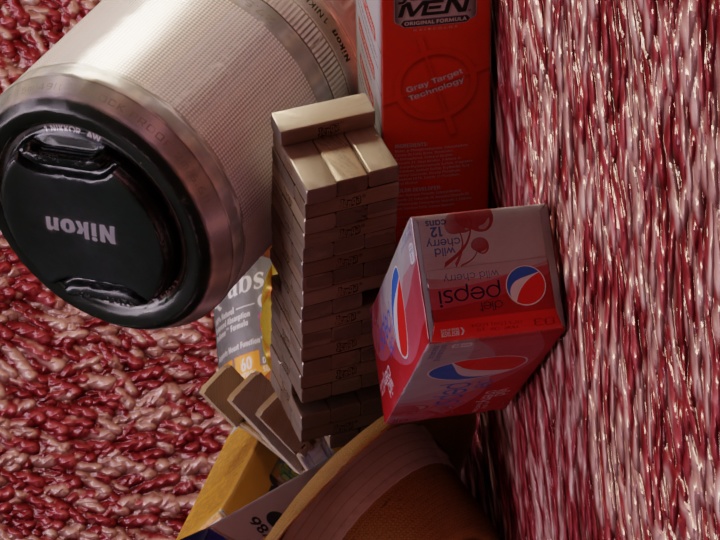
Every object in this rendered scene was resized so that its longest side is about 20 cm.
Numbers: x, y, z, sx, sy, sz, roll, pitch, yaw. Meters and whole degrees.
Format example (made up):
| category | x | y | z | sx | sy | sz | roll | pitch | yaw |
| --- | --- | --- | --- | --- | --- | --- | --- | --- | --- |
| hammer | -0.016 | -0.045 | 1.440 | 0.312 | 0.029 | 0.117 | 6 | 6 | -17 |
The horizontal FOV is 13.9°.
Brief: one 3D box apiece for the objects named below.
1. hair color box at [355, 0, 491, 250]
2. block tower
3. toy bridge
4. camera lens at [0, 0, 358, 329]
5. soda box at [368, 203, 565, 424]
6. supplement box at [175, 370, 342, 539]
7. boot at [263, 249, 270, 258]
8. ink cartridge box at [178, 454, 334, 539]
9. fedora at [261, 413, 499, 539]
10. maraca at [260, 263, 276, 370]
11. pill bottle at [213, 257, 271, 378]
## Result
| category | x | y | z | sx | sy | sz | roll | pitch | yaw |
| --- | --- | --- | --- | --- | --- | --- | --- | --- | --- |
| hair color box | 0.033 | -0.091 | 1.565 | 0.102 | 0.061 | 0.201 | -103 | 9 | -54 |
| block tower | -0.015 | 0.005 | 1.565 | 0.058 | 0.054 | 0.201 | -120 | 23 | -45 |
| toy bridge | -0.048 | 0.091 | 1.746 | 0.067 | 0.027 | 0.200 | 46 | 172 | -10 |
| camera lens | -0.098 | -0.077 | 1.613 | 0.200 | 0.159 | 0.161 | -49 | -30 | -42 |
| soda box | 0.049 | 0.024 | 1.454 | 0.200 | 0.070 | 0.064 | 109 | 153 | -75 |
| supplement box | -0.055 | 0.130 | 1.858 | 0.069 | 0.067 | 0.200 | -40 | 13 | 31 |
| boot | -0.050 | -0.078 | 1.905 | 0.074 | 0.154 | 0.201 | -101 | 9 | -49 |
| ink cartridge box | -0.044 | 0.160 | 1.685 | 0.039 | 0.200 | 0.100 | 44 | 133 | 20 |
| fedora | 0.019 | 0.155 | 1.623 | 0.082 | 0.200 | 0.201 | 43 | 156 | 19 |
| maraca | 0.000 | 0.000 | 1.763 | 0.137 | 0.106 | 0.201 | 11 | 88 | 67 |
| pill bottle | -0.056 | 0.015 | 2.233 | 0.116 | 0.116 | 0.201 | 102 | 162 | -69 |
